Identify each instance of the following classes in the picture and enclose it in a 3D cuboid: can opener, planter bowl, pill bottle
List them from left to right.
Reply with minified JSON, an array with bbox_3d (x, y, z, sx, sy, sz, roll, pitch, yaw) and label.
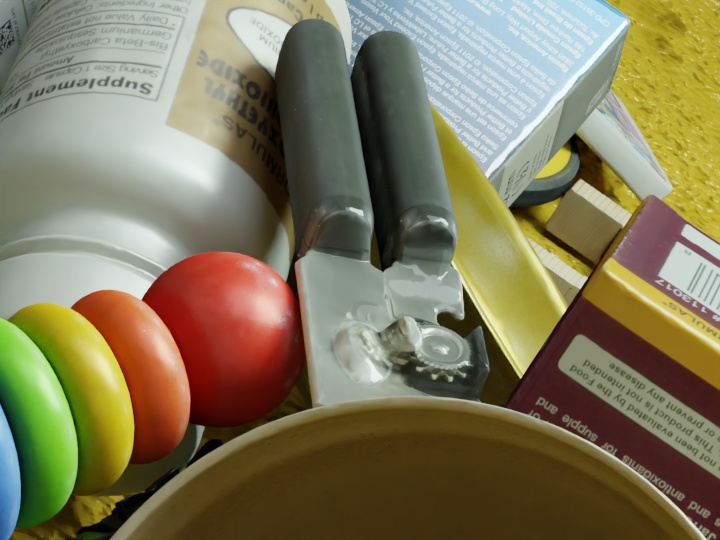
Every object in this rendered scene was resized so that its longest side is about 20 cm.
[{"bbox_3d":[-0.076,-0.027,1.008,0.114,0.114,0.200,26,47,-12],"label":"pill bottle"},{"bbox_3d":[0.000,0.000,0.926,0.053,0.067,0.200,8,36,-13],"label":"can opener"},{"bbox_3d":[0.025,0.030,1.069,0.200,0.083,0.200,56,11,-17],"label":"planter bowl"},{"bbox_3d":[0.022,0.144,0.795,0.200,0.200,0.135,40,-2,18],"label":"planter bowl"}]

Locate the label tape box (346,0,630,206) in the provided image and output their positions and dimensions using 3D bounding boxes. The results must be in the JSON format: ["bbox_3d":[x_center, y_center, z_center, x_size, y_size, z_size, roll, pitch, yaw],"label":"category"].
[{"bbox_3d":[-0.001,-0.068,1.255,0.143,0.066,0.200,36,66,13],"label":"label tape box"}]

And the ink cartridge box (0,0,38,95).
[{"bbox_3d":[-0.133,-0.139,1.141,0.104,0.059,0.200,13,42,26],"label":"ink cartridge box"}]

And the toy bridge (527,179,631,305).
[{"bbox_3d":[0.091,0.014,1.281,0.067,0.027,0.200,35,25,5],"label":"toy bridge"}]

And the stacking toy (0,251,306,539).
[{"bbox_3d":[-0.100,0.045,0.855,0.200,0.085,0.085,-19,51,-32],"label":"stacking toy"}]

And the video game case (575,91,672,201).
[{"bbox_3d":[0.071,-0.125,1.430,0.200,0.018,0.143,44,11,-20],"label":"video game case"}]

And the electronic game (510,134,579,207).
[{"bbox_3d":[0.016,-0.095,1.383,0.200,0.042,0.200,26,26,-13],"label":"electronic game"}]

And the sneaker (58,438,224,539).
[{"bbox_3d":[-0.066,0.092,0.886,0.071,0.083,0.200,40,26,19],"label":"sneaker"}]

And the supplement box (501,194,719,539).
[{"bbox_3d":[0.075,0.094,0.903,0.110,0.200,0.086,34,23,4],"label":"supplement box"}]
